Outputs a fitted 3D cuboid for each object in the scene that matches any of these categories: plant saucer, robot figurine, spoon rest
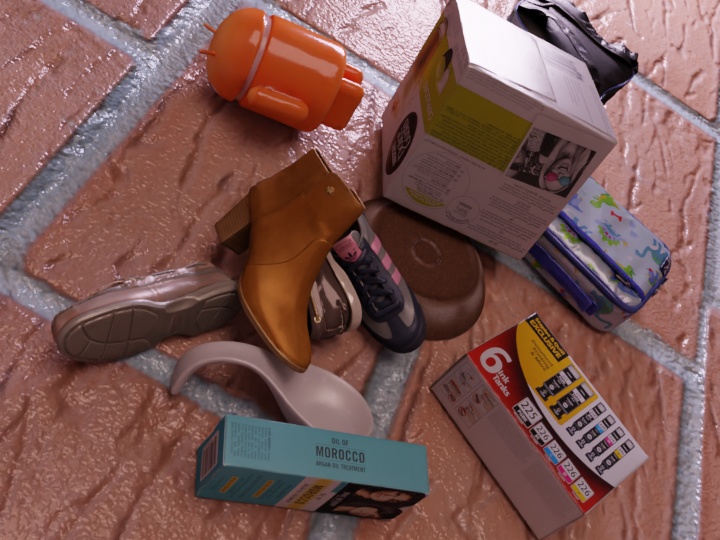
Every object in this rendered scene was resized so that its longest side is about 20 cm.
[{"bbox_3d":[0.071,-0.014,1.080,0.200,0.037,0.201,17,51,-21],"label":"plant saucer"},{"bbox_3d":[-0.096,-0.239,1.090,0.200,0.117,0.144,19,77,-19],"label":"robot figurine"},{"bbox_3d":[-0.076,0.115,0.872,0.200,0.061,0.099,19,30,-17],"label":"spoon rest"}]

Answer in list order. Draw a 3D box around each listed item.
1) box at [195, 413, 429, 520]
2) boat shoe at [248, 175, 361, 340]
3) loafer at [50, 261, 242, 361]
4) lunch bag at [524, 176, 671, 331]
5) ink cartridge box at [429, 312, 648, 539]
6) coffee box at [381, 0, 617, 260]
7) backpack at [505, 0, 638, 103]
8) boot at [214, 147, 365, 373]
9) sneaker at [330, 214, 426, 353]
[{"bbox_3d":[-0.043,0.183,0.835,0.200,0.082,0.049,13,53,-22],"label":"box"},{"bbox_3d":[-0.072,-0.015,0.971,0.059,0.072,0.200,-19,69,-33],"label":"boat shoe"},{"bbox_3d":[-0.204,0.034,0.866,0.200,0.072,0.063,-12,48,-43],"label":"loafer"},{"bbox_3d":[0.302,-0.028,1.201,0.200,0.082,0.161,47,50,8],"label":"lunch bag"},{"bbox_3d":[0.207,0.157,1.004,0.175,0.084,0.200,-24,72,-41],"label":"ink cartridge box"},{"bbox_3d":[0.155,-0.173,1.112,0.200,0.198,0.200,23,36,-16],"label":"coffee box"},{"bbox_3d":[0.285,-0.310,1.347,0.191,0.154,0.200,55,42,3],"label":"backpack"},{"bbox_3d":[-0.053,-0.017,0.892,0.201,0.144,0.071,62,13,26],"label":"boot"},{"bbox_3d":[0.000,0.000,0.982,0.200,0.070,0.082,58,8,18],"label":"sneaker"}]
